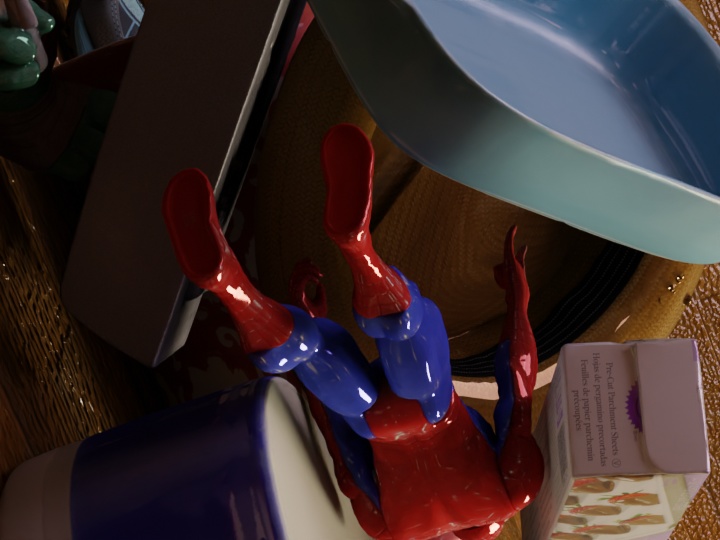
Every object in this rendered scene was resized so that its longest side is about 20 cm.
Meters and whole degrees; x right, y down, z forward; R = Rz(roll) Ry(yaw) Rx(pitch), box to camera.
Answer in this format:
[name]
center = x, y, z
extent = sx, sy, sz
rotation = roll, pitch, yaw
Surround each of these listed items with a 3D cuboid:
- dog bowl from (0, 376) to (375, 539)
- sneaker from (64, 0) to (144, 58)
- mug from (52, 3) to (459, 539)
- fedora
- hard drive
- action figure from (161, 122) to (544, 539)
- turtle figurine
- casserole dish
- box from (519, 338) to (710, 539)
[dog bowl]
center = -0.025, 0.134, 0.813
extent = 0.200, 0.079, 0.200
rotation = -21, 90, -84
[sneaker]
center = -0.028, -0.052, 1.148
extent = 0.200, 0.096, 0.079
rotation = 46, 13, 0
[mug]
center = -0.004, 0.001, 1.040
extent = 0.133, 0.177, 0.200
rotation = -21, 95, -82
[fedora]
center = 0.030, -0.034, 0.954
extent = 0.082, 0.201, 0.201
rotation = 10, -49, 52
[hard drive]
center = -0.041, -0.072, 0.903
extent = 0.135, 0.042, 0.200
rotation = -71, -179, -88
[action figure]
center = 0.005, 0.008, 0.814
extent = 0.200, 0.065, 0.099
rotation = 60, 19, -53
[turtle figurine]
center = -0.098, -0.115, 0.859
extent = 0.150, 0.101, 0.200
rotation = -60, 167, -20
[casserole dish]
center = 0.053, -0.058, 0.847
extent = 0.200, 0.039, 0.121
rotation = 17, 37, -45
[box]
center = 0.073, 0.062, 0.877
extent = 0.200, 0.039, 0.042
rotation = 92, -4, -74
